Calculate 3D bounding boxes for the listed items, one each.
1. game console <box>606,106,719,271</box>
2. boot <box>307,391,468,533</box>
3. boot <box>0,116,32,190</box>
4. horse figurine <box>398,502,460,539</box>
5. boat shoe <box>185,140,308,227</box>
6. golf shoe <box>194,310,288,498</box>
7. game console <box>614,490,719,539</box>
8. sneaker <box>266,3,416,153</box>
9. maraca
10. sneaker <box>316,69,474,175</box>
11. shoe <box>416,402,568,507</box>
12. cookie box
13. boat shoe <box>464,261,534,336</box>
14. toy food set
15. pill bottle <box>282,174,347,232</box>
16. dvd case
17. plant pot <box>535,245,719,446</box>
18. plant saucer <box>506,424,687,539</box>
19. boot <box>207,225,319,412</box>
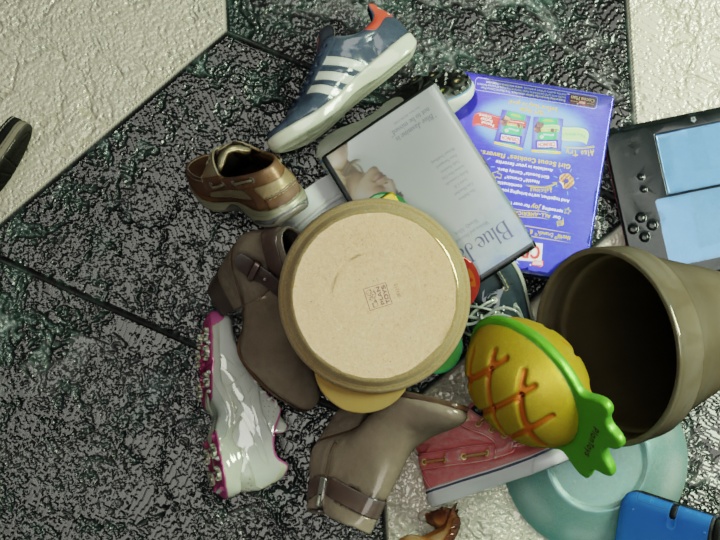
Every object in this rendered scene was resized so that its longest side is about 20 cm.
[{"bbox_3d":[0.375,-0.085,1.714,0.199,0.031,0.178,-11,86,2],"label":"game console"},{"bbox_3d":[0.022,0.199,1.647,0.070,0.200,0.147,27,74,-32],"label":"boot"},{"bbox_3d":[-0.472,-0.121,1.749,0.150,0.073,0.200,40,95,5],"label":"boot"},{"bbox_3d":[0.037,0.313,1.642,0.132,0.200,0.050,-8,108,9],"label":"horse figurine"},{"bbox_3d":[-0.127,-0.104,1.675,0.076,0.200,0.072,-39,121,-24],"label":"boat shoe"},{"bbox_3d":[-0.129,0.142,1.718,0.091,0.075,0.201,-5,85,-17],"label":"golf shoe"},{"bbox_3d":[0.361,0.338,1.674,0.170,0.118,0.201,15,102,35],"label":"game console"},{"bbox_3d":[-0.036,-0.212,1.728,0.200,0.075,0.085,-40,86,-10],"label":"sneaker"},{"bbox_3d":[0.182,0.124,1.574,0.107,0.138,0.200,-33,58,-28],"label":"maraca"},{"bbox_3d":[0.044,-0.150,1.698,0.199,0.072,0.073,-28,116,29],"label":"sneaker"},{"bbox_3d":[0.145,0.177,1.668,0.199,0.071,0.092,-23,80,26],"label":"shoe"},{"bbox_3d":[0.170,-0.097,1.704,0.170,0.075,0.201,10,87,4],"label":"cookie box"},{"bbox_3d":[0.139,0.051,1.663,0.074,0.062,0.201,-11,117,23],"label":"boat shoe"},{"bbox_3d":[0.018,0.027,1.582,0.197,0.049,0.201,-33,91,-2],"label":"toy food set"},{"bbox_3d":[0.000,0.000,1.690,0.111,0.111,0.200,-38,85,0],"label":"pill bottle"},{"bbox_3d":[0.068,-0.071,1.623,0.142,0.018,0.201,-33,82,10],"label":"dvd case"},{"bbox_3d":[0.309,0.067,1.623,0.173,0.200,0.201,-7,85,-36],"label":"plant pot"},{"bbox_3d":[0.252,0.202,1.698,0.200,0.039,0.202,0,87,3],"label":"plant saucer"},{"bbox_3d":[-0.071,0.048,1.664,0.146,0.070,0.200,-29,106,42],"label":"boot"}]
